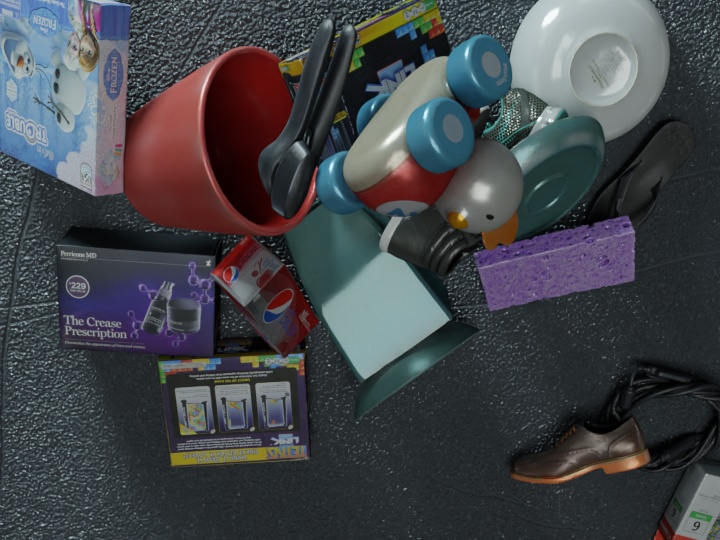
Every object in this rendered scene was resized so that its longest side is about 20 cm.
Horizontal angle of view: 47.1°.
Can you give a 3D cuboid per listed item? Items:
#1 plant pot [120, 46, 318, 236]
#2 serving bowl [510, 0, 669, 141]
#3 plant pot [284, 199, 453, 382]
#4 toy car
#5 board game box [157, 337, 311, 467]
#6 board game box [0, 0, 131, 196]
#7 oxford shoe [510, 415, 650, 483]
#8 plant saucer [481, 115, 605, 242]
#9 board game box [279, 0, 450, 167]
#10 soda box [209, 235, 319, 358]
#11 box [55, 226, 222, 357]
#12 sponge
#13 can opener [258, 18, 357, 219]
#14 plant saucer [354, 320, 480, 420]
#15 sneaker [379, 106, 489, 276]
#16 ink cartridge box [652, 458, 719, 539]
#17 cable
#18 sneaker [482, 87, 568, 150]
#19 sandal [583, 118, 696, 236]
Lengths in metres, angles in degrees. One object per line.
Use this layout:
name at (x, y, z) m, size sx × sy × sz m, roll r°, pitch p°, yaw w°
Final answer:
plant pot at (-0.167, -0.132, 0.934) m, size 0.175 × 0.200 × 0.203 m, roll -6°, pitch 116°, yaw 37°
serving bowl at (0.282, -0.246, 0.992) m, size 0.195 × 0.066 × 0.204 m, roll -1°, pitch 110°, yaw -3°
plant pot at (0.000, 0.000, 1.033) m, size 0.140 × 0.142 × 0.201 m, roll -35°, pitch 100°, yaw 10°
toy car at (0.093, -0.089, 0.820) m, size 0.200 × 0.178 × 0.183 m, roll 45°, pitch 147°, yaw -19°
board game box at (-0.168, 0.180, 1.133) m, size 0.195 × 0.057 × 0.169 m, roll -2°, pitch 113°, yaw -2°
board game box at (-0.337, -0.209, 0.926) m, size 0.198 × 0.043 × 0.203 m, roll 22°, pitch 115°, yaw 34°
oxford shoe at (0.304, 0.253, 1.177) m, size 0.196 × 0.071 × 0.074 m, roll -16°, pitch 92°, yaw 17°
plant saucer at (0.218, -0.099, 0.995) m, size 0.197 × 0.028 × 0.202 m, roll -25°, pitch 149°, yaw -16°
board game box at (0.025, -0.196, 0.944) m, size 0.198 × 0.056 × 0.168 m, roll -33°, pitch 112°, yaw -26°
soda box at (-0.112, 0.035, 1.005) m, size 0.063 × 0.201 × 0.070 m, roll 39°, pitch 78°, yaw 21°
box at (-0.280, 0.028, 1.061) m, size 0.195 × 0.079 × 0.144 m, roll 3°, pitch 108°, yaw -4°
sponge at (0.250, -0.006, 1.060) m, size 0.196 × 0.030 × 0.112 m, roll -13°, pitch 144°, yaw 9°
can opener at (-0.048, -0.154, 0.841) m, size 0.063 × 0.078 × 0.203 m, roll 3°, pitch 114°, yaw -49°
plant saucer at (0.065, 0.121, 1.064) m, size 0.199 × 0.200 × 0.036 m, roll -37°, pitch 81°, yaw 10°
sneaker at (0.113, -0.084, 0.925) m, size 0.098 × 0.071 × 0.202 m, roll 33°, pitch 93°, yaw 14°
ink cartridge box at (0.516, 0.389, 1.246) m, size 0.107 × 0.050 × 0.204 m, roll 15°, pitch 108°, yaw -8°
cable at (0.446, 0.222, 1.181) m, size 0.196 × 0.051 × 0.166 m, roll 14°, pitch 109°, yaw -8°
sneaker at (0.171, -0.139, 1.023) m, size 0.091 × 0.077 × 0.201 m, roll 42°, pitch 124°, yaw 15°
sandal at (0.354, -0.101, 1.060) m, size 0.075 × 0.043 × 0.202 m, roll 25°, pitch 108°, yaw -12°
